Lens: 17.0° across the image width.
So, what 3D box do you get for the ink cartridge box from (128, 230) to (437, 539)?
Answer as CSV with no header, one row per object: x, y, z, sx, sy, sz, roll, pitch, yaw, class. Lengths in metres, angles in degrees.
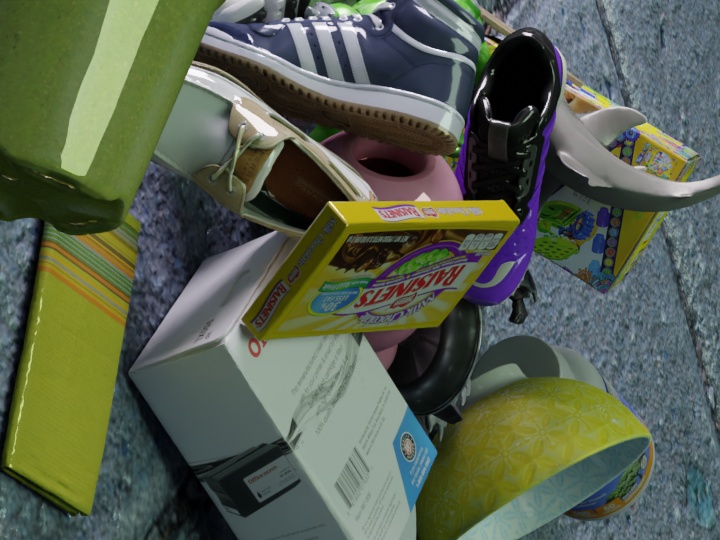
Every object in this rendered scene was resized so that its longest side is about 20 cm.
-0.047,0.094,1.578,0.200,0.084,0.145,59,31,-20,ink cartridge box

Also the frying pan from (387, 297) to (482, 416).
0.037,0.015,1.757,0.031,0.115,0.190,11,54,-39,frying pan

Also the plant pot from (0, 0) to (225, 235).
-0.169,-0.126,1.319,0.200,0.200,0.184,39,60,-57,plant pot

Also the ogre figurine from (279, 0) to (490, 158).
0.016,-0.142,1.720,0.098,0.200,0.120,-110,-158,-59,ogre figurine

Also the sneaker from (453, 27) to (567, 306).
0.096,-0.078,1.680,0.100,0.069,0.200,55,46,-80,sneaker

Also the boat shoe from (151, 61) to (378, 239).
-0.072,-0.074,1.524,0.200,0.068,0.075,25,98,-22,boat shoe

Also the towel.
-0.175,0.041,1.441,0.086,0.018,0.200,40,48,-49,towel

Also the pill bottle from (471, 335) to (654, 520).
0.169,0.131,2.047,0.200,0.112,0.112,43,46,-54,pill bottle

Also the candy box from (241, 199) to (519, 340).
0.016,-0.001,1.543,0.200,0.102,0.026,-3,48,-54,candy box

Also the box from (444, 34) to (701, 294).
0.153,-0.088,1.895,0.122,0.193,0.200,-59,172,9,box

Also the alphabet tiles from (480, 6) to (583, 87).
0.074,-0.214,1.877,0.200,0.008,0.167,32,9,-18,alphabet tiles

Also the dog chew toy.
0.000,0.000,1.681,0.125,0.124,0.200,-59,166,-54,dog chew toy

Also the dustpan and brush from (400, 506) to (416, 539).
-0.005,0.126,1.755,0.140,0.057,0.200,34,59,-49,dustpan and brush

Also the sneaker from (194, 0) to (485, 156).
-0.013,-0.156,1.623,0.070,0.200,0.109,85,25,-72,sneaker

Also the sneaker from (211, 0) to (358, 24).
-0.048,-0.211,1.729,0.200,0.081,0.075,-36,151,-44,sneaker

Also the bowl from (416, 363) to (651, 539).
0.115,0.138,1.879,0.108,0.200,0.200,59,20,15,bowl

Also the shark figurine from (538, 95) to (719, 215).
0.190,-0.074,1.744,0.089,0.214,0.128,-20,128,-76,shark figurine

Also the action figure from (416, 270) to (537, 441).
0.071,0.046,1.852,0.069,0.130,0.200,37,46,-15,action figure
